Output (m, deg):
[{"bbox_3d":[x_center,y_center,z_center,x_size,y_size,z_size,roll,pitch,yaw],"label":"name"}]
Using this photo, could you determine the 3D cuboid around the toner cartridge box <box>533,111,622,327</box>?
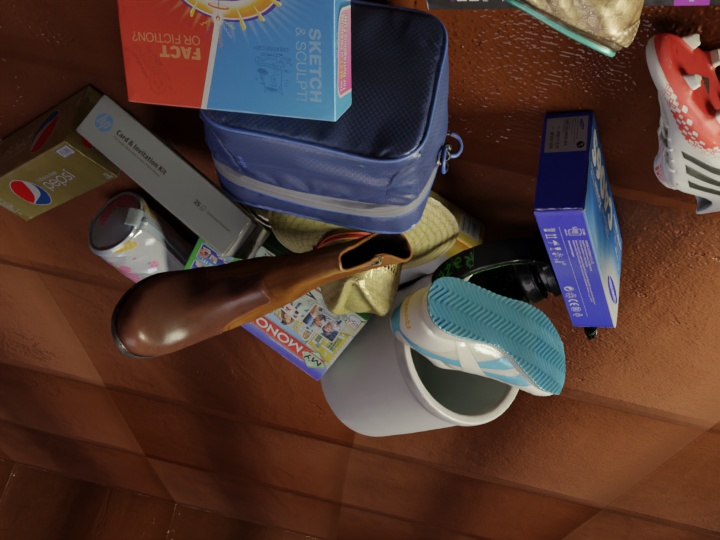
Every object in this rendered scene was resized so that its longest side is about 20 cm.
[{"bbox_3d":[0.195,-0.037,0.785,0.042,0.097,0.201,1,151,24],"label":"toner cartridge box"}]

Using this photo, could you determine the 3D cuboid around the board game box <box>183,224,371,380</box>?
[{"bbox_3d":[-0.096,0.024,0.984,0.198,0.029,0.135,35,135,-3],"label":"board game box"}]

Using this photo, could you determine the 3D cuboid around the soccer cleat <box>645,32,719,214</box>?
[{"bbox_3d":[0.250,-0.100,0.672,0.084,0.070,0.199,-17,144,39],"label":"soccer cleat"}]

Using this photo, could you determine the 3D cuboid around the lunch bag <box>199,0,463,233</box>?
[{"bbox_3d":[-0.017,-0.116,0.691,0.196,0.138,0.133,14,157,6],"label":"lunch bag"}]

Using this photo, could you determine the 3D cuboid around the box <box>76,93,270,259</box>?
[{"bbox_3d":[-0.156,-0.074,0.801,0.155,0.041,0.200,41,178,0],"label":"box"}]

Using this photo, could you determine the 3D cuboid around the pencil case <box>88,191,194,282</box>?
[{"bbox_3d":[-0.231,-0.007,1.065,0.090,0.084,0.200,12,156,40],"label":"pencil case"}]

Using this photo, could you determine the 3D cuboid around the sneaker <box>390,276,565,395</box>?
[{"bbox_3d":[0.120,0.068,0.871,0.198,0.078,0.080,28,149,-26],"label":"sneaker"}]

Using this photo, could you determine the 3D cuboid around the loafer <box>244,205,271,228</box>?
[{"bbox_3d":[-0.092,-0.091,0.848,0.074,0.070,0.201,6,152,5],"label":"loafer"}]

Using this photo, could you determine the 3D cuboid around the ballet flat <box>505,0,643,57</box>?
[{"bbox_3d":[0.081,-0.190,0.518,0.196,0.071,0.066,17,112,-18],"label":"ballet flat"}]

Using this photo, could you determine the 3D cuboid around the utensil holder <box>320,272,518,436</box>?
[{"bbox_3d":[0.063,0.102,1.040,0.168,0.173,0.199,27,154,-24],"label":"utensil holder"}]

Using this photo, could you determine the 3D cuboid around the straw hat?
[{"bbox_3d":[0.000,0.000,0.848,0.196,0.087,0.202,5,157,2],"label":"straw hat"}]

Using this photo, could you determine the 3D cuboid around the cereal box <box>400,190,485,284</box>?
[{"bbox_3d":[0.013,-0.036,0.938,0.142,0.040,0.199,27,150,-28],"label":"cereal box"}]

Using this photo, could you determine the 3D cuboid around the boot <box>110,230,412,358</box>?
[{"bbox_3d":[-0.080,0.019,0.729,0.197,0.070,0.186,-11,179,41],"label":"boot"}]

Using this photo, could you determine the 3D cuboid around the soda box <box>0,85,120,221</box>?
[{"bbox_3d":[-0.313,-0.115,0.919,0.198,0.069,0.064,-13,143,42],"label":"soda box"}]

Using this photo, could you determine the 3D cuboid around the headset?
[{"bbox_3d":[0.164,0.023,0.902,0.197,0.096,0.123,5,152,-36],"label":"headset"}]

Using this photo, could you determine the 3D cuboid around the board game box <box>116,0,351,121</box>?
[{"bbox_3d":[-0.080,-0.202,0.554,0.150,0.040,0.204,7,118,14],"label":"board game box"}]

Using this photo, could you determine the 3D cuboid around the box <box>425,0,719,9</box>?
[{"bbox_3d":[0.123,-0.222,0.537,0.196,0.037,0.144,4,151,18],"label":"box"}]
